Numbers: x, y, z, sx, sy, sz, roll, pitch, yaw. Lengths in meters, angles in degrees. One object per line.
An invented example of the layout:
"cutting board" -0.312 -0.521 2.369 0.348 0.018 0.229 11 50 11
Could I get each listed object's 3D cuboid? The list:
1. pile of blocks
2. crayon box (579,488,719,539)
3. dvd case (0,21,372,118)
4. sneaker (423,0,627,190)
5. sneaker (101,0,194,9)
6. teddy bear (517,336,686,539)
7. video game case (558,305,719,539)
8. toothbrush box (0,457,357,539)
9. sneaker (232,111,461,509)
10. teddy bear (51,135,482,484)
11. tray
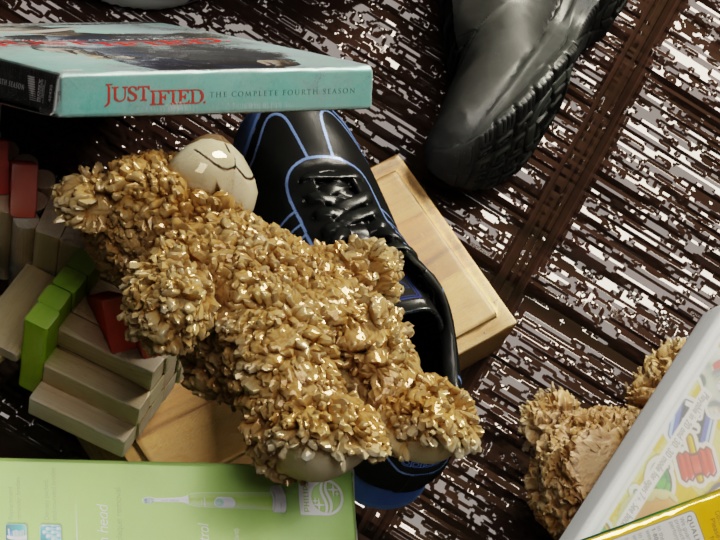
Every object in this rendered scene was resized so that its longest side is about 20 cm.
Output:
"pile of blocks" -0.149 -0.011 1.188 0.082 0.062 0.200 -29 60 -30
"crayon box" 0.161 0.154 1.163 0.200 0.052 0.126 -15 84 -33
"dvd case" -0.107 -0.088 1.198 0.146 0.200 0.022 -4 100 -30
"sneaker" 0.068 -0.118 1.355 0.091 0.076 0.200 27 50 7
"sneaker" -0.047 -0.185 1.305 0.199 0.130 0.080 2 62 -19
"teddy bear" 0.158 0.096 1.278 0.200 0.067 0.145 -24 84 -34
"video game case" 0.173 0.144 1.217 0.182 0.023 0.200 44 57 -12
"toothbrush box" -0.115 0.131 1.101 0.200 0.146 0.086 4 71 -19
"sneaker" 0.000 0.000 1.214 0.070 0.078 0.200 -10 68 -24
"teddy bear" -0.035 0.011 1.087 0.145 0.067 0.200 2 34 -25
"tray" -0.037 0.031 1.251 0.200 0.037 0.099 -27 75 -30
